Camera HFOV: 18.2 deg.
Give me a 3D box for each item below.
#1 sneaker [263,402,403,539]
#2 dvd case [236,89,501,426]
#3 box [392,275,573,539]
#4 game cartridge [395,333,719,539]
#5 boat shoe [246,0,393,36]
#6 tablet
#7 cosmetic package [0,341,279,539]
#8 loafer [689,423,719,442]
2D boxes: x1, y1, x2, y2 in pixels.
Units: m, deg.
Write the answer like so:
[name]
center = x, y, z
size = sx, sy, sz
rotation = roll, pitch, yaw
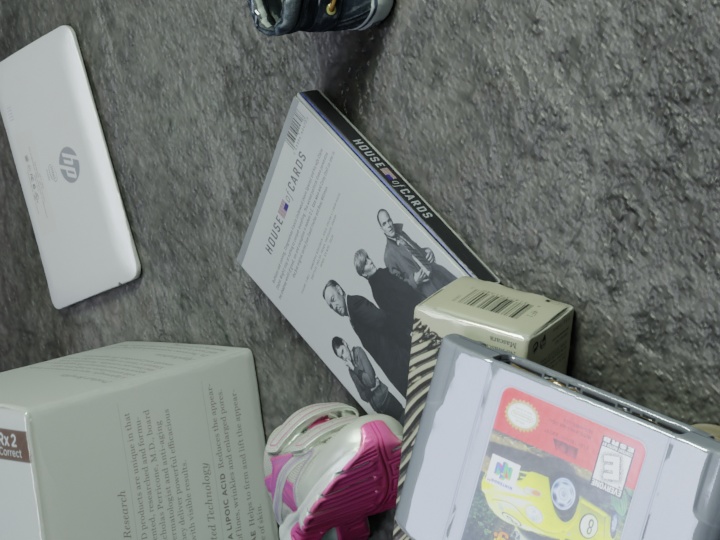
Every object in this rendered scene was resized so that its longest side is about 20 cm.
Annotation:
[sneaker]
center = -0.024, 0.127, 1.478
size = 0.089, 0.081, 0.200
rotation = 70, 156, 16
[dvd case]
center = 0.000, 0.000, 1.476
size = 0.200, 0.025, 0.151
rotation = 49, 134, 30
[box]
center = 0.072, 0.112, 1.373
size = 0.082, 0.068, 0.201
rotation = 15, 113, 26
[game cartridge]
center = 0.114, 0.130, 1.265
size = 0.199, 0.041, 0.134
rotation = 21, 107, 31
[boat shoe]
center = -0.031, -0.245, 1.388
size = 0.071, 0.091, 0.202
rotation = 6, 105, 49
[tablet]
center = -0.231, -0.078, 1.741
size = 0.130, 0.014, 0.201
rotation = -19, 86, 51
[cosmetic package]
center = -0.190, 0.152, 1.611
size = 0.164, 0.199, 0.166
rotation = 1, 101, 50
[loafer]
center = 0.174, 0.177, 1.288
size = 0.075, 0.068, 0.201
rotation = 32, 108, 28
